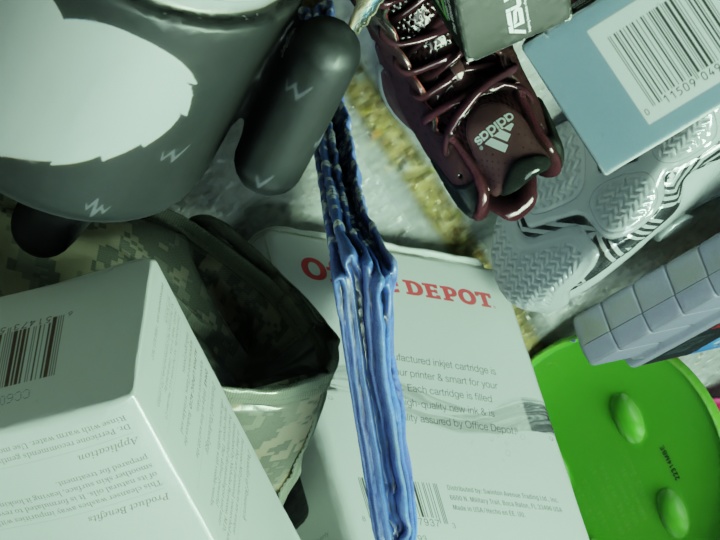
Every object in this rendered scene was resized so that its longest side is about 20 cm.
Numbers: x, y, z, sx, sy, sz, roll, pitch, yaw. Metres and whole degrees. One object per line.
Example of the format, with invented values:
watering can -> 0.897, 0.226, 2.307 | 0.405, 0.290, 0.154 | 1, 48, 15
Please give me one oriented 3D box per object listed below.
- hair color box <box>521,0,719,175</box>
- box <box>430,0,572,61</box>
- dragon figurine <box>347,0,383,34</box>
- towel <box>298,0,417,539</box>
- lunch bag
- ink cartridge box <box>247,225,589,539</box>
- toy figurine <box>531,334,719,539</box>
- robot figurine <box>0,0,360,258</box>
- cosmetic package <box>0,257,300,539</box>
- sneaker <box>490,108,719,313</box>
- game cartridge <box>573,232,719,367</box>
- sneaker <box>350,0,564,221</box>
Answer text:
hair color box -> 0.131, -0.111, 1.017 | 0.099, 0.200, 0.061 | -31, 98, 20
box -> 0.002, -0.198, 0.841 | 0.047, 0.193, 0.200 | -25, 143, -8
dragon figurine -> 0.071, -0.140, 0.988 | 0.099, 0.200, 0.059 | 41, 138, -16
towel -> 0.000, 0.000, 1.041 | 0.024, 0.200, 0.145 | -8, 125, -1
lunch bag -> -0.117, 0.054, 1.068 | 0.200, 0.118, 0.164 | 19, 129, -6
ink cartridge box -> 0.013, 0.092, 1.168 | 0.145, 0.200, 0.083 | 10, 141, -38
toy figurine -> 0.184, 0.129, 1.349 | 0.150, 0.200, 0.184 | -39, 155, 31
robot figurine -> -0.090, -0.097, 0.943 | 0.150, 0.125, 0.200 | 8, 134, -29
cosmetic package -> -0.092, 0.103, 0.985 | 0.113, 0.081, 0.200 | -13, 128, 13
sneaker -> 0.156, -0.046, 1.200 | 0.115, 0.075, 0.200 | 22, 118, -42
game cartridge -> 0.206, 0.001, 1.249 | 0.200, 0.038, 0.130 | -9, 159, -46
sneaker -> 0.041, -0.092, 1.046 | 0.076, 0.116, 0.200 | -28, 142, 0
